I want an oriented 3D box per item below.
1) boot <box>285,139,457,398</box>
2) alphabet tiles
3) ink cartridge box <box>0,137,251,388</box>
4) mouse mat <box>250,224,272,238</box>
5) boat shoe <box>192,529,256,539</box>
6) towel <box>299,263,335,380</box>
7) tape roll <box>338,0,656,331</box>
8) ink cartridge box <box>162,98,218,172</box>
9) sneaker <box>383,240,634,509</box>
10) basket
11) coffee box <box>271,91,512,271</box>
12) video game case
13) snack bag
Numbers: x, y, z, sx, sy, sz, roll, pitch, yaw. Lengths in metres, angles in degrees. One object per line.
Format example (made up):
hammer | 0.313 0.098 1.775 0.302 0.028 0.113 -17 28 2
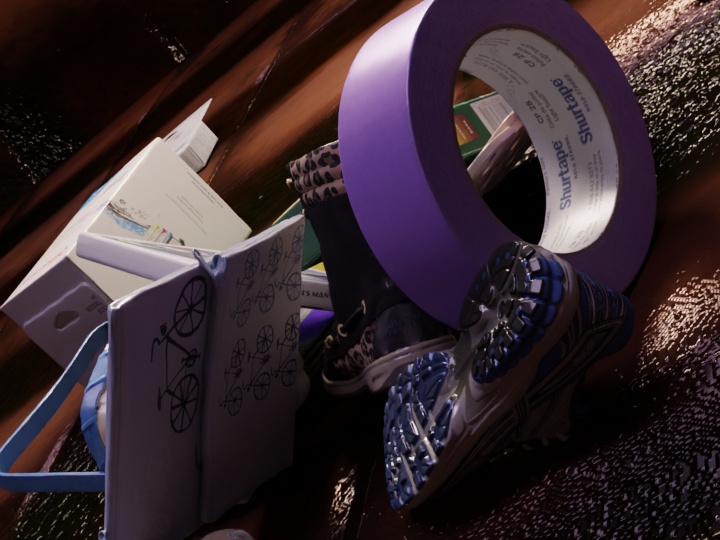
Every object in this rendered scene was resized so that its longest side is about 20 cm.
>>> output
boot | 0.000 0.000 0.905 0.072 0.153 0.200 -17 -1 -10
alphabet tiles | 0.095 -0.079 1.019 0.195 0.015 0.201 -41 -11 -52
ink cartridge box | -0.240 0.000 1.487 0.147 0.145 0.201 -30 21 44
mouse mat | -0.110 0.005 1.427 0.160 0.008 0.201 -29 23 39
boat shoe | -0.076 0.182 0.821 0.199 0.075 0.069 -15 37 58
towel | -0.034 0.026 1.182 0.143 0.023 0.201 -17 31 54
tape roll | 0.083 -0.066 0.836 0.065 0.200 0.201 -23 26 47
ink cartridge box | -0.293 -0.152 2.139 0.199 0.044 0.174 -36 18 24
sneaker | 0.077 0.072 0.763 0.201 0.084 0.078 126 150 -44
basket | -0.152 0.098 1.044 0.198 0.140 0.177 3 41 27
coffee box | 0.035 -0.072 1.074 0.123 0.044 0.199 -40 -8 38
video game case | -0.089 0.002 1.068 0.199 0.180 0.024 14 95 53
snack bag | -0.094 0.076 0.886 0.021 0.191 0.199 15 22 26
